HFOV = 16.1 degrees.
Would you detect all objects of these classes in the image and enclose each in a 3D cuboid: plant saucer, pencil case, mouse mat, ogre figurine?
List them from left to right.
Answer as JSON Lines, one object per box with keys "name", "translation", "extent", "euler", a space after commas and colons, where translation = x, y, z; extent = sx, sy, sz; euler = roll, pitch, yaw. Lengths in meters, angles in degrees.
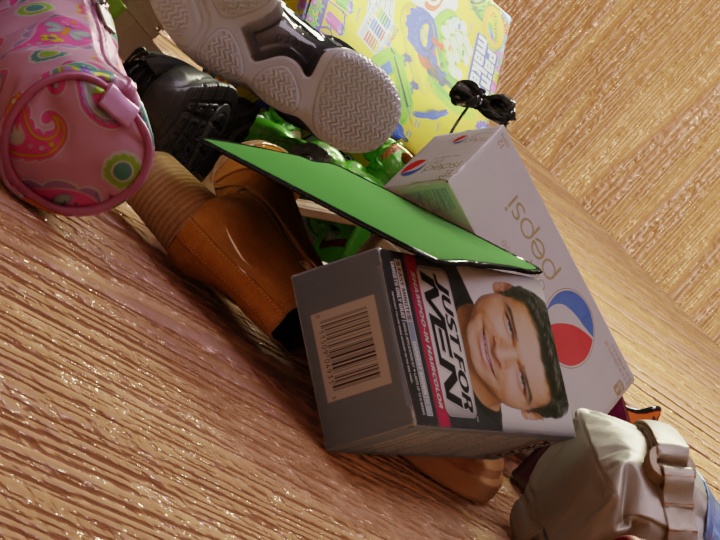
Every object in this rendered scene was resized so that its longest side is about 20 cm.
{"name": "pencil case", "translation": [-0.161, -0.098, 1.362], "extent": [0.087, 0.087, 0.200], "euler": [39, 10, -22]}
{"name": "ogre figurine", "translation": [-0.012, -0.049, 1.793], "extent": [0.200, 0.098, 0.120], "euler": [57, -16, -26]}
{"name": "mouse mat", "translation": [0.009, -0.036, 1.461], "extent": [0.160, 0.008, 0.200], "euler": [28, 7, 22]}
{"name": "plant saucer", "translation": [0.018, 0.060, 1.562], "extent": [0.200, 0.037, 0.200], "euler": [42, 8, -7]}

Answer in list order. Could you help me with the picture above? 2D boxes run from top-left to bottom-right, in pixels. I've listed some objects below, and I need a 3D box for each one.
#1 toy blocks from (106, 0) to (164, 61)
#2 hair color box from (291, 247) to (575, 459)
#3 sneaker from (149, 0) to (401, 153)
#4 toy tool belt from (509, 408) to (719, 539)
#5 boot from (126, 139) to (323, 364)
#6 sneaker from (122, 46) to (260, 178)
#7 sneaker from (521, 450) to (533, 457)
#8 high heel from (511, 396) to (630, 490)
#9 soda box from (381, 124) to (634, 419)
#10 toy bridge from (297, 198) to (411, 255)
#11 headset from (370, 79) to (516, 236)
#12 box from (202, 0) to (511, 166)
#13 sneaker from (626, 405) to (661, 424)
{"name": "toy blocks", "translation": [-0.188, -0.211, 1.820], "extent": [0.200, 0.100, 0.137], "euler": [50, -1, 34]}
{"name": "hair color box", "translation": [0.044, 0.050, 1.427], "extent": [0.200, 0.060, 0.100], "euler": [10, 65, -61]}
{"name": "sneaker", "translation": [-0.064, -0.149, 1.700], "extent": [0.200, 0.076, 0.114], "euler": [37, 0, -6]}
{"name": "toy tool belt", "translation": [0.175, 0.165, 1.485], "extent": [0.123, 0.125, 0.200], "euler": [31, 13, -18]}
{"name": "boot", "translation": [-0.049, -0.006, 1.480], "extent": [0.144, 0.071, 0.201], "euler": [45, 17, 17]}
{"name": "sneaker", "translation": [-0.126, -0.104, 1.643], "extent": [0.091, 0.076, 0.200], "euler": [35, 0, 4]}
{"name": "sneaker", "translation": [0.107, 0.081, 1.735], "extent": [0.072, 0.072, 0.200], "euler": [22, -14, 29]}
{"name": "high heel", "translation": [0.201, 0.163, 1.688], "extent": [0.200, 0.096, 0.067], "euler": [41, 9, -14]}
{"name": "soda box", "translation": [0.095, 0.011, 1.607], "extent": [0.063, 0.068, 0.201], "euler": [-6, -60, 46]}
{"name": "toy bridge", "translation": [0.000, 0.000, 1.671], "extent": [0.200, 0.067, 0.027], "euler": [41, 9, -18]}
{"name": "headset", "translation": [0.073, -0.029, 1.722], "extent": [0.123, 0.201, 0.094], "euler": [-12, 22, -34]}
{"name": "box", "translation": [-0.003, -0.155, 1.927], "extent": [0.192, 0.122, 0.201], "euler": [39, 45, -26]}
{"name": "sneaker", "translation": [0.135, 0.067, 1.873], "extent": [0.200, 0.090, 0.070], "euler": [45, 9, 14]}
